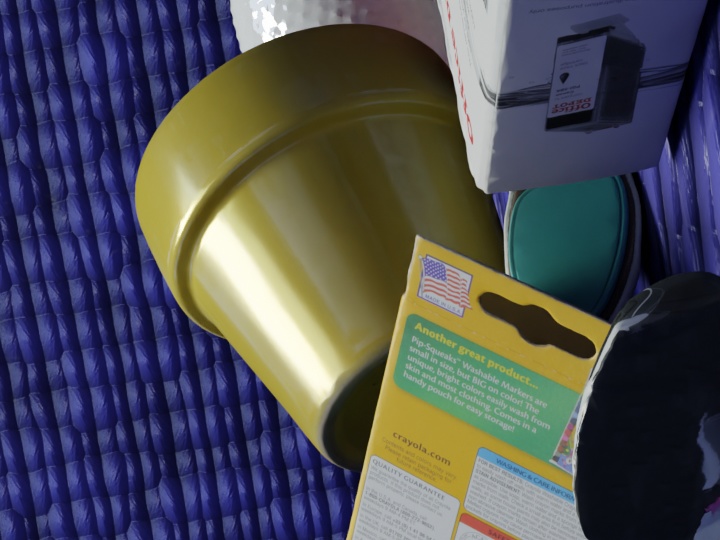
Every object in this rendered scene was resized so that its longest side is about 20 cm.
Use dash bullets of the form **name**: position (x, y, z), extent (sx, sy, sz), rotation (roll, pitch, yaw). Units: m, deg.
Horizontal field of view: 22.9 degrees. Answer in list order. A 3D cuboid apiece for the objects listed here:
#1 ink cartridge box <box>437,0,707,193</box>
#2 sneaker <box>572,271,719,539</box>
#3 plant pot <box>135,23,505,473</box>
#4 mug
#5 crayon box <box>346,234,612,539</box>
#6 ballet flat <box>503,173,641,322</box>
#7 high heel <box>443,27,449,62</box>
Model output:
- **ink cartridge box**: position (0.078, -0.141, 0.697), extent (0.200, 0.083, 0.147), rotation (88, 173, -67)
- **sneaker**: position (0.120, 0.089, 0.684), extent (0.086, 0.080, 0.200), rotation (-79, -11, -64)
- **plant pot**: position (0.000, 0.000, 0.976), extent (0.201, 0.200, 0.189), rotation (84, 161, -54)
- **mug**: position (0.014, -0.161, 1.175), extent (0.176, 0.200, 0.148), rotation (58, -138, -10)
- **crayon box**: position (0.071, 0.079, 0.799), extent (0.052, 0.126, 0.200), rotation (-42, -29, -48)
- **ballet flat**: position (0.103, -0.036, 0.867), extent (0.069, 0.069, 0.200), rotation (85, 179, -55)
- **high heel**: position (0.074, -0.181, 0.966), extent (0.096, 0.067, 0.200), rotation (-79, -21, -60)
